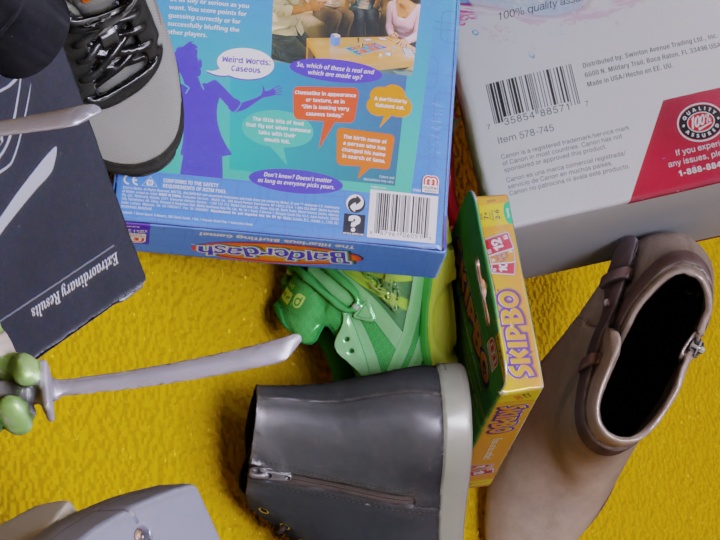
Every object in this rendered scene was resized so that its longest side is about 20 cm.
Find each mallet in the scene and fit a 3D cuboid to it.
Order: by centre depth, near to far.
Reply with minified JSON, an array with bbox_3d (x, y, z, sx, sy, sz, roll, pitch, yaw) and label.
[{"bbox_3d":[-0.139,-0.173,1.084,0.066,0.041,0.201,27,58,-54],"label":"mallet"}]

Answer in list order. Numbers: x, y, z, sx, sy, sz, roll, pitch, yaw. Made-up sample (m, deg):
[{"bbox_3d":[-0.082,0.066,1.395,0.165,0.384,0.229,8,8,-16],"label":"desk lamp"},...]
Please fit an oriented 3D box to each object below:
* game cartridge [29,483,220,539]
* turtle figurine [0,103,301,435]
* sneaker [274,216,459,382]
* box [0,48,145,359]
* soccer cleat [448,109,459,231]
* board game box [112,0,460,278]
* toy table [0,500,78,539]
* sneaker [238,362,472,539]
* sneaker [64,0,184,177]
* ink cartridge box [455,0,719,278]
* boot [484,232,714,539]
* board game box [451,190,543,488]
[{"bbox_3d":[-0.102,0.168,1.043,0.200,0.041,0.133,-45,121,-50],"label":"game cartridge"},{"bbox_3d":[-0.160,0.013,0.928,0.194,0.200,0.144,-49,165,-9],"label":"turtle figurine"},{"bbox_3d":[0.000,0.000,1.375,0.074,0.083,0.201,-135,-143,-71],"label":"sneaker"},{"bbox_3d":[-0.189,-0.050,1.105,0.148,0.104,0.201,-36,113,-53],"label":"box"},{"bbox_3d":[0.012,-0.100,1.433,0.067,0.076,0.201,-14,95,-56],"label":"soccer cleat"},{"bbox_3d":[-0.031,-0.103,1.314,0.045,0.152,0.201,108,-12,-73],"label":"board game box"},{"bbox_3d":[-0.188,0.151,1.056,0.200,0.117,0.184,57,41,-30],"label":"toy table"},{"bbox_3d":[-0.006,0.127,1.380,0.075,0.106,0.200,-96,-173,-57],"label":"sneaker"},{"bbox_3d":[-0.119,-0.111,1.194,0.074,0.079,0.200,-34,133,-13],"label":"sneaker"},{"bbox_3d":[0.117,-0.115,1.464,0.145,0.145,0.201,63,16,-79],"label":"ink cartridge box"},{"bbox_3d":[0.119,0.072,1.459,0.146,0.070,0.201,-148,-101,-85],"label":"boot"},{"bbox_3d":[0.057,0.036,1.396,0.200,0.030,0.096,99,-18,-72],"label":"board game box"}]
